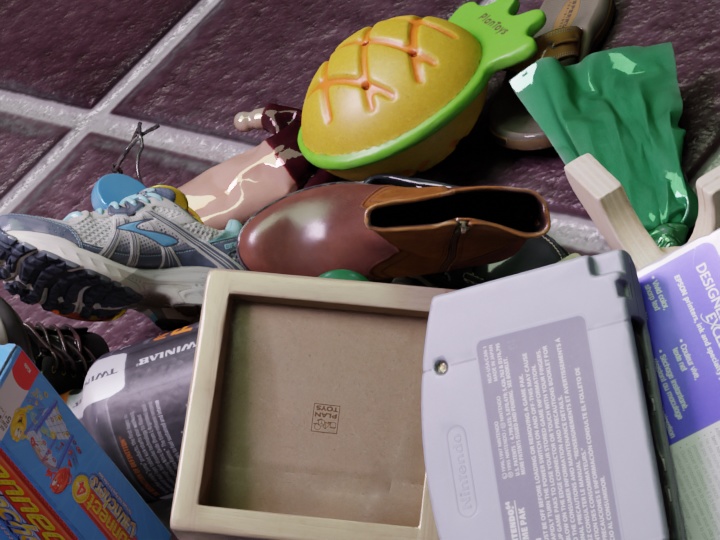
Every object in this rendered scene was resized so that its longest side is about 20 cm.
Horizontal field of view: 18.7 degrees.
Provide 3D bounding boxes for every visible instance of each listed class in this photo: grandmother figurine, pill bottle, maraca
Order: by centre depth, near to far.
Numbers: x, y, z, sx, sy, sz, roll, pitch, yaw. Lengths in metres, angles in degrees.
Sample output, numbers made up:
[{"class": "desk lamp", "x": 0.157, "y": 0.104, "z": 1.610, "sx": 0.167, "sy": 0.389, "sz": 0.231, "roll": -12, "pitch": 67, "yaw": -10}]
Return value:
[{"class": "pill bottle", "x": -0.110, "y": 0.090, "z": 1.437, "sx": 0.199, "sy": 0.106, "sz": 0.106, "roll": -18, "pitch": 37, "yaw": 14}, {"class": "maraca", "x": 0.043, "y": -0.136, "z": 1.578, "sx": 0.200, "sy": 0.107, "sz": 0.137, "roll": -35, "pitch": 34, "yaw": -7}, {"class": "grandmother figurine", "x": -0.060, "y": -0.080, "z": 1.657, "sx": 0.199, "sy": 0.061, "sz": 0.122, "roll": -29, "pitch": 63, "yaw": -4}]

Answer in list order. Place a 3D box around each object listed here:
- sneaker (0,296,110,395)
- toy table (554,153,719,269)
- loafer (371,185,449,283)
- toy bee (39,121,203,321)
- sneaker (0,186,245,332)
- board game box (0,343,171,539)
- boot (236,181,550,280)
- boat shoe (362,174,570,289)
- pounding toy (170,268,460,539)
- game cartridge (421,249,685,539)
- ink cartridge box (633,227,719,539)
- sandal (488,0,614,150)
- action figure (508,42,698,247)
[{"class": "sneaker", "x": -0.221, "y": 0.054, "z": 1.486, "sx": 0.106, "sy": 0.200, "sz": 0.075, "roll": -31, "pitch": 70, "yaw": -21}, {"class": "toy table", "x": 0.185, "y": 0.015, "z": 1.318, "sx": 0.200, "sy": 0.117, "sz": 0.184, "roll": -38, "pitch": 37, "yaw": -14}, {"class": "loafer", "x": 0.000, "y": 0.000, "z": 1.476, "sx": 0.073, "sy": 0.071, "sz": 0.200, "roll": -11, "pitch": -13, "yaw": -43}, {"class": "toy bee", "x": -0.149, "y": -0.025, "z": 1.557, "sx": 0.200, "sy": 0.108, "sz": 0.131, "roll": -61, "pitch": 5, "yaw": -32}, {"class": "sneaker", "x": -0.159, "y": -0.014, "z": 1.456, "sx": 0.078, "sy": 0.199, "sz": 0.087, "roll": -28, "pitch": 54, "yaw": 48}, {"class": "board game box", "x": -0.253, "y": 0.132, "z": 1.405, "sx": 0.195, "sy": 0.200, "sz": 0.056, "roll": -2, "pitch": 47, "yaw": 34}, {"class": "boot", "x": 0.013, "y": -0.019, "z": 1.297, "sx": 0.187, "sy": 0.069, "sz": 0.200, "roll": 3, "pitch": 1, "yaw": 1}, {"class": "boat shoe", "x": 0.069, "y": -0.025, "z": 1.487, "sx": 0.074, "sy": 0.066, "sz": 0.199, "roll": -41, "pitch": 37, "yaw": -16}, {"class": "pounding toy", "x": -0.001, "y": 0.081, "z": 1.309, "sx": 0.183, "sy": 0.142, "sz": 0.201, "roll": 5, "pitch": 71, "yaw": 6}, {"class": "game cartridge", "x": 0.100, "y": 0.100, "z": 1.176, "sx": 0.133, "sy": 0.041, "sz": 0.201, "roll": -16, "pitch": 73, "yaw": 29}, {"class": "ink cartridge box", "x": 0.182, "y": 0.093, "z": 1.177, "sx": 0.199, "sy": 0.043, "sz": 0.199, "roll": -30, "pitch": 66, "yaw": 21}, {"class": "sandal", "x": 0.140, "y": -0.162, "z": 1.614, "sx": 0.081, "sy": 0.055, "sz": 0.200, "roll": -4, "pitch": 43, "yaw": 31}, {"class": "action figure", "x": 0.181, "y": -0.070, "z": 1.471, "sx": 0.118, "sy": 0.055, "sz": 0.201, "roll": -16, "pitch": 46, "yaw": 2}]
